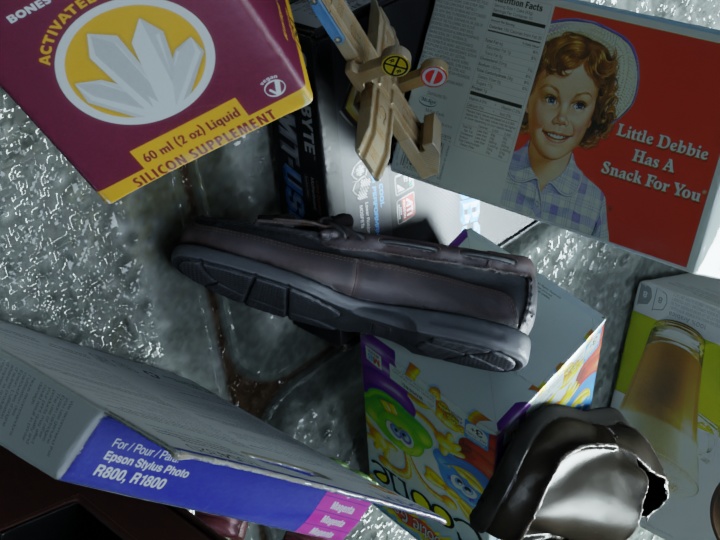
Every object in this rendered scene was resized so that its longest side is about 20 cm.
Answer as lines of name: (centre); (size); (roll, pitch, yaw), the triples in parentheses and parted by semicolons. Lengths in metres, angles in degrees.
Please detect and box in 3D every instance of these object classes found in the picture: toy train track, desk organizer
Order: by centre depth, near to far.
desk organizer: (-0.118, 0.149, 0.671); (0.077, 0.199, 0.072); (-19, 122, -39)
toy train track: (0.001, -0.123, 0.690); (0.200, 0.032, 0.115); (53, 30, -40)

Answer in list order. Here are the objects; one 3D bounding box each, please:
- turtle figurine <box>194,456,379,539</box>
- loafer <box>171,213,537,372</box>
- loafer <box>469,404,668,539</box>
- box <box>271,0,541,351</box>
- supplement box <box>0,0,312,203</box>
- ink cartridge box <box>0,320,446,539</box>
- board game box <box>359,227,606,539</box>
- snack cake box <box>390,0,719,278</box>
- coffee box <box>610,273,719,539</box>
turtle figurine: (-0.076, 0.179, 0.772); (0.200, 0.143, 0.195); (38, 69, -43)
loafer: (0.000, 0.000, 0.777); (0.072, 0.198, 0.064); (122, -16, -73)
loafer: (0.130, 0.121, 0.823); (0.199, 0.071, 0.073); (-6, 127, -59)
box: (0.035, -0.085, 0.852); (0.198, 0.049, 0.202); (-30, 129, -35)
supplement box: (-0.114, -0.135, 0.592); (0.110, 0.086, 0.200); (-25, 138, 11)
ink cartridge box: (-0.090, 0.080, 0.669); (0.196, 0.199, 0.044); (25, 89, -50)
board game box: (0.072, 0.091, 0.892); (0.103, 0.104, 0.201); (-43, 152, -25)
snack cake box: (0.120, -0.079, 0.754); (0.067, 0.199, 0.116); (7, 102, -50)
coffee box: (0.337, 0.122, 1.171); (0.199, 0.199, 0.200); (-7, 113, -47)
